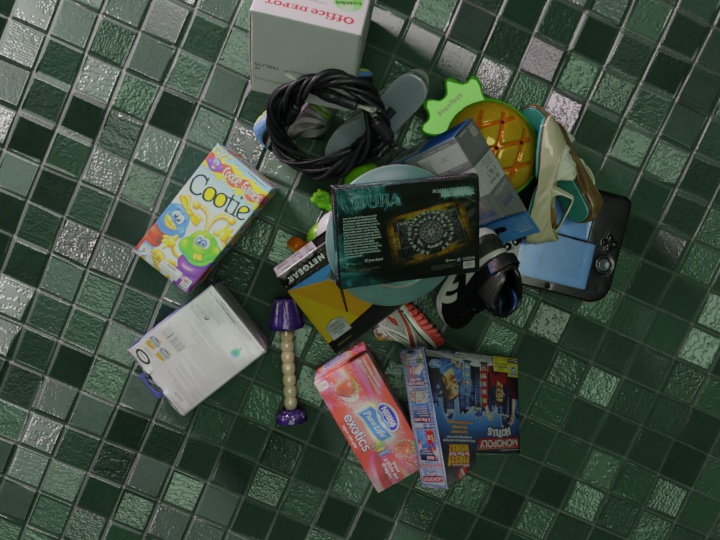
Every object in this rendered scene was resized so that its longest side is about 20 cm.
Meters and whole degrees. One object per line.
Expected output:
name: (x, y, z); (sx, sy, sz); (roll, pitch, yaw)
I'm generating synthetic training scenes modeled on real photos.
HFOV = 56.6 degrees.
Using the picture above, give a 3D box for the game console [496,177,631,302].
game console: (0.315, -0.053, 1.063); (0.200, 0.031, 0.177); (14, 96, -3)

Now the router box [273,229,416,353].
router box: (0.000, 0.000, 0.957); (0.200, 0.051, 0.149); (-37, 111, -2)

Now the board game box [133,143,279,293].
board game box: (-0.228, -0.079, 1.011); (0.103, 0.105, 0.200); (39, 95, -5)

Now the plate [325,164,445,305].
plate: (0.051, -0.044, 0.915); (0.200, 0.026, 0.201); (-5, 107, -15)

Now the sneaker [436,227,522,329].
sneaker: (0.176, 0.045, 0.985); (0.073, 0.112, 0.200); (-13, 139, -21)

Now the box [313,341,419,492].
box: (0.017, 0.225, 1.050); (0.095, 0.103, 0.200); (-30, 94, 1)

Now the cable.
cable: (-0.056, -0.198, 0.935); (0.200, 0.051, 0.163); (-10, 141, 33)

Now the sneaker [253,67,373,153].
sneaker: (-0.067, -0.245, 1.024); (0.199, 0.071, 0.083); (-34, 114, 1)

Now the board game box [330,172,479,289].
board game box: (0.062, -0.054, 0.887); (0.200, 0.028, 0.136); (-7, 107, -15)

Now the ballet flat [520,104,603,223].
ballet flat: (0.315, -0.168, 1.030); (0.072, 0.068, 0.200); (-25, 83, -37)

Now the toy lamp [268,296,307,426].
toy lamp: (-0.113, 0.142, 1.061); (0.058, 0.058, 0.200); (-4, 98, -1)

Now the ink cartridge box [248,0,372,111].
ink cartridge box: (-0.060, -0.354, 0.925); (0.146, 0.146, 0.200); (12, 61, -3)

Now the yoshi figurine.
yoshi figurine: (-0.026, -0.092, 1.015); (0.112, 0.112, 0.200); (45, 88, 3)

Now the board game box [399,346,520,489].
board game box: (0.152, 0.227, 1.020); (0.200, 0.062, 0.200); (12, 74, -33)

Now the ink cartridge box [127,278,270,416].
ink cartridge box: (-0.261, 0.128, 1.045); (0.200, 0.076, 0.137); (-38, 95, 1)

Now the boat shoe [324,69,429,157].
boat shoe: (0.027, -0.234, 1.020); (0.075, 0.086, 0.202); (42, 122, -9)

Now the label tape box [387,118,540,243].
label tape box: (0.148, -0.101, 0.981); (0.200, 0.144, 0.063); (54, 48, -16)

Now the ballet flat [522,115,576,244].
ballet flat: (0.285, -0.128, 0.986); (0.069, 0.070, 0.200); (0, 122, -1)

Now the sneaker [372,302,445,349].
sneaker: (0.040, 0.067, 1.046); (0.082, 0.078, 0.200); (-45, 95, 4)

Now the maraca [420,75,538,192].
maraca: (0.181, -0.198, 1.007); (0.137, 0.107, 0.200); (-44, 95, 4)
